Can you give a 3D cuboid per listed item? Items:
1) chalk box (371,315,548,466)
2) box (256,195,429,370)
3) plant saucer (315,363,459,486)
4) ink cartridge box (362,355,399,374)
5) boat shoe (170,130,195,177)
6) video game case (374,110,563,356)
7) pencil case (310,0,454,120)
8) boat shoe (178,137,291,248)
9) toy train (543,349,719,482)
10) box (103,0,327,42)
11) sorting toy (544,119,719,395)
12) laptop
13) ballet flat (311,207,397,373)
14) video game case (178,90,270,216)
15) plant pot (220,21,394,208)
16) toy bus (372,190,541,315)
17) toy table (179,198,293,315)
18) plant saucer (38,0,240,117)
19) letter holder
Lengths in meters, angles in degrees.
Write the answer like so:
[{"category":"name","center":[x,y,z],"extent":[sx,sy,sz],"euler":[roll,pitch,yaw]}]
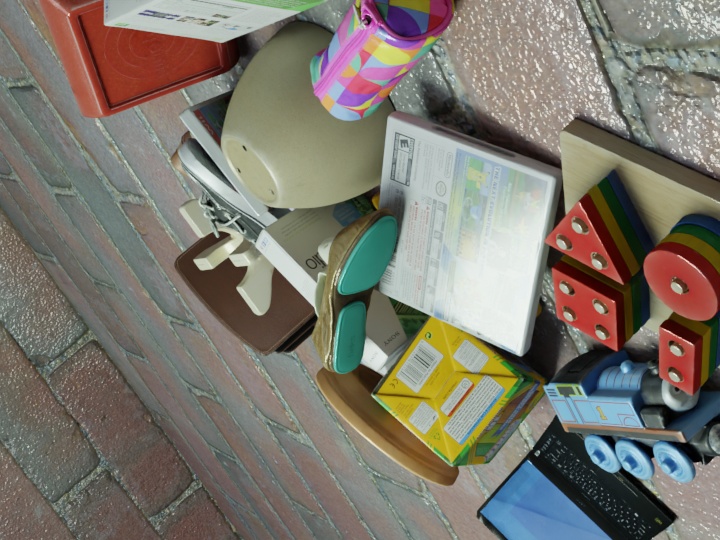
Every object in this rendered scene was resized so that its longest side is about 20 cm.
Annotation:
[{"category":"chalk box","center":[0.123,0.134,1.243],"extent":[0.124,0.125,0.200],"euler":[39,-172,22]},{"category":"box","center":[0.000,0.000,1.254],"extent":[0.200,0.144,0.036],"euler":[46,140,10]},{"category":"plant saucer","center":[0.038,0.167,1.266],"extent":[0.200,0.038,0.200],"euler":[37,-172,-6]},{"category":"ink cartridge box","center":[-0.010,0.031,1.444],"extent":[0.116,0.067,0.201],"euler":[23,146,49]},{"category":"boat shoe","center":[-0.167,-0.133,1.375],"extent":[0.076,0.072,0.200],"euler":[59,-164,23]},{"category":"video game case","center":[0.096,-0.035,1.073],"extent":[0.182,0.022,0.201],"euler":[24,127,27]},{"category":"pencil case","center":[0.012,-0.206,1.005],"extent":[0.088,0.088,0.200],"euler":[49,159,1]},{"category":"boat shoe","center":[-0.151,-0.078,1.294],"extent":[0.199,0.068,0.074],"euler":[36,-157,-47]},{"category":"toy train","center":[0.270,0.137,1.075],"extent":[0.115,0.087,0.200],"euler":[59,157,-9]},{"category":"box","center":[-0.146,-0.269,1.094],"extent":[0.200,0.144,0.037],"euler":[-2,89,51]},{"category":"sorting toy","center":[0.240,0.001,0.928],"extent":[0.200,0.070,0.199],"euler":[33,152,36]},{"category":"laptop","center":[0.251,0.296,1.336],"extent":[0.177,0.103,0.200],"euler":[42,157,15]},{"category":"ballet flat","center":[-0.016,0.011,1.135],"extent":[0.072,0.068,0.201],"euler":[42,134,38]},{"category":"video game case","center":[-0.137,-0.144,1.314],"extent":[0.143,0.017,0.200],"euler":[52,-165,-7]},{"category":"plant pot","center":[-0.070,-0.144,1.187],"extent":[0.200,0.134,0.201],"euler":[39,155,22]},{"category":"toy bus","center":[0.102,-0.016,1.163],"extent":[0.200,0.065,0.078],"euler":[53,157,-10]},{"category":"toy table","center":[-0.152,-0.045,1.524],"extent":[0.184,0.117,0.200],"euler":[51,157,-5]},{"category":"plant saucer","center":[-0.231,-0.259,1.215],"extent":[0.037,0.199,0.200],"euler":[59,165,32]},{"category":"letter holder","center":[-0.168,0.037,1.648],"extent":[0.200,0.142,0.101],"euler":[44,157,11]}]
